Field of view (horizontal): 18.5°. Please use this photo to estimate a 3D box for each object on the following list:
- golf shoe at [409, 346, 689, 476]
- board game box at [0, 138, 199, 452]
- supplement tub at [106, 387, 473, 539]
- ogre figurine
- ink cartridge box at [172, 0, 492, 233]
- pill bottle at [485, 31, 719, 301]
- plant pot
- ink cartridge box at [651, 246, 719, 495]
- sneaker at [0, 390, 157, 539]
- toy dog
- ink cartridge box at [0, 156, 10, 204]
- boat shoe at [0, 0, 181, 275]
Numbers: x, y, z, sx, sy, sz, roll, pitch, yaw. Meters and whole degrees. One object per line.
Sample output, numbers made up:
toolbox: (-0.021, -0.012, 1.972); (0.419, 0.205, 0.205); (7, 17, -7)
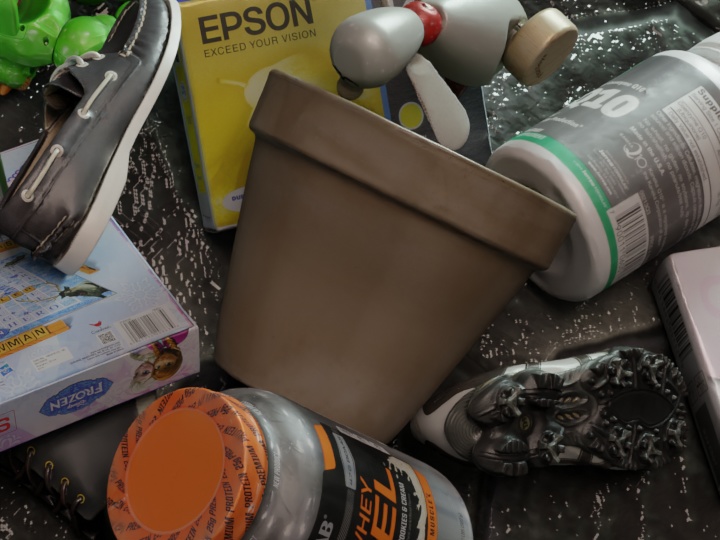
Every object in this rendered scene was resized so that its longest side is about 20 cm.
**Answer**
golf shoe: (0.118, 0.084, 1.357); (0.200, 0.094, 0.078); (3, 87, -41)
board game box: (-0.226, 0.021, 1.283); (0.200, 0.041, 0.200); (-21, 47, -22)
supplement tub: (-0.038, 0.138, 1.212); (0.200, 0.122, 0.123); (28, 49, -48)
ogre figurine: (-0.206, -0.179, 1.401); (0.200, 0.098, 0.120); (32, 48, -9)
ink cartridge box: (-0.023, -0.142, 1.403); (0.197, 0.047, 0.200); (-14, 102, -19)
pill bottle: (0.187, -0.073, 1.432); (0.200, 0.113, 0.113); (-31, 74, -26)
plant pot: (0.000, 0.000, 1.306); (0.200, 0.200, 0.174); (27, 92, 1)
ink cartridge box: (0.304, 0.056, 1.433); (0.200, 0.057, 0.163); (-10, 66, -13)
sneaker: (-0.164, 0.129, 1.273); (0.106, 0.075, 0.200); (-6, 57, -11)
toy dog: (0.038, -0.129, 1.339); (0.200, 0.096, 0.132); (0, 41, -39)
ink cartridge box: (-0.302, -0.105, 1.277); (0.200, 0.147, 0.083); (34, 58, 31)
boat shoe: (-0.160, -0.091, 1.297); (0.060, 0.074, 0.200); (29, 59, -18)
